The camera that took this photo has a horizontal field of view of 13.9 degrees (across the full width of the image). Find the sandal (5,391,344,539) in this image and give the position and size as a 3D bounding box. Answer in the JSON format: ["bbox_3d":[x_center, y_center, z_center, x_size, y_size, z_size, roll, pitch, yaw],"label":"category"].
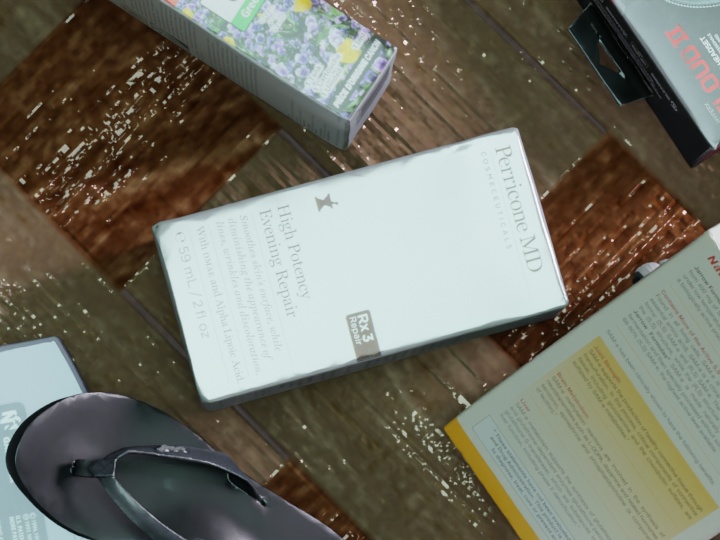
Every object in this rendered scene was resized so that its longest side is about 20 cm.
[{"bbox_3d":[-0.086,0.120,1.524,0.199,0.043,0.076,26,74,-13],"label":"sandal"}]

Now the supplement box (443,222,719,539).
[{"bbox_3d":[0.157,0.071,1.492,0.200,0.073,0.126,-37,85,35],"label":"supplement box"}]

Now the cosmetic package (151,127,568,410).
[{"bbox_3d":[0.000,0.000,1.548,0.199,0.074,0.102,-16,85,-2],"label":"cosmetic package"}]

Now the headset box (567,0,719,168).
[{"bbox_3d":[0.203,-0.162,1.569,0.199,0.077,0.149,-33,86,-6],"label":"headset box"}]

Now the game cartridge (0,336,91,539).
[{"bbox_3d":[-0.187,0.141,1.546,0.132,0.040,0.201,-10,84,1],"label":"game cartridge"}]

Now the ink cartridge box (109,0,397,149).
[{"bbox_3d":[-0.077,-0.142,1.541,0.199,0.109,0.050,34,84,2],"label":"ink cartridge box"}]

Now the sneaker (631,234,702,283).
[{"bbox_3d":[0.229,0.062,1.549,0.080,0.074,0.200,-34,87,-8],"label":"sneaker"}]
